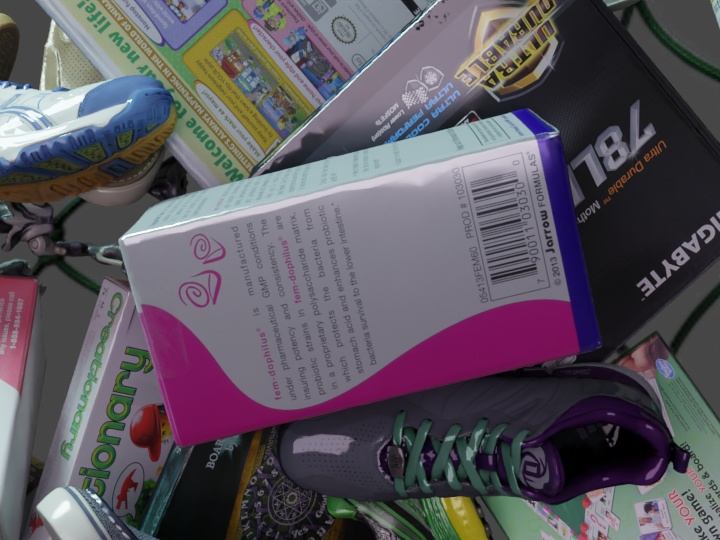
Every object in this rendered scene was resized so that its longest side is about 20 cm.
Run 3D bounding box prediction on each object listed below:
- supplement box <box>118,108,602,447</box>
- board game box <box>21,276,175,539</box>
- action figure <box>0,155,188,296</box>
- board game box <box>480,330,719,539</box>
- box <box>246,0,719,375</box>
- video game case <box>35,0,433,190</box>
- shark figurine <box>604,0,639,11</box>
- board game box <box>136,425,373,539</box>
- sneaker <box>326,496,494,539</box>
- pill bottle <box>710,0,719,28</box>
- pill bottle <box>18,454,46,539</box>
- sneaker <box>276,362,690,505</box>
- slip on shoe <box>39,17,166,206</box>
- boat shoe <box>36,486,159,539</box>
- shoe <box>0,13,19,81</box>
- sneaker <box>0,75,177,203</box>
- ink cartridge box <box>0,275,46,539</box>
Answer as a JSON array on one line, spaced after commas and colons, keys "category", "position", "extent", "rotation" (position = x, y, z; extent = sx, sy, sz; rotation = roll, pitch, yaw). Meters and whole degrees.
[{"category": "supplement box", "position": [0.000, 0.000, 0.621], "extent": [0.197, 0.103, 0.103], "rotation": [-13, 102, 2]}, {"category": "board game box", "position": [-0.115, 0.115, 0.739], "extent": [0.034, 0.125, 0.202], "rotation": [21, 94, 50]}, {"category": "action figure", "position": [-0.203, -0.031, 0.775], "extent": [0.197, 0.102, 0.121], "rotation": [4, 91, -3]}, {"category": "board game box", "position": [0.165, 0.154, 0.718], "extent": [0.134, 0.029, 0.201], "rotation": [-35, 81, 11]}, {"category": "box", "position": [0.076, -0.040, 0.688], "extent": [0.200, 0.050, 0.199], "rotation": [-41, 98, 8]}, {"category": "video game case", "position": [-0.057, -0.149, 0.712], "extent": [0.182, 0.022, 0.200], "rotation": [-43, 99, -4]}, {"category": "shark figurine", "position": [0.055, -0.201, 0.726], "extent": [0.127, 0.089, 0.216], "rotation": [-34, 79, 11]}, {"category": "board game box", "position": [-0.056, 0.148, 0.731], "extent": [0.134, 0.028, 0.202], "rotation": [22, 93, -27]}, {"category": "sneaker", "position": [0.044, 0.188, 0.712], "extent": [0.084, 0.078, 0.202], "rotation": [-24, 81, -6]}, {"category": "pill bottle", "position": [0.239, -0.132, 0.667], "extent": [0.110, 0.111, 0.203], "rotation": [-18, 85, 12]}, {"category": "pill bottle", "position": [-0.271, 0.128, 0.779], "extent": [0.198, 0.109, 0.110], "rotation": [28, 95, 12]}, {"category": "sneaker", "position": [0.056, 0.081, 0.642], "extent": [0.197, 0.088, 0.076], "rotation": [-6, 99, -2]}, {"category": "slip on shoe", "position": [-0.140, -0.136, 0.744], "extent": [0.075, 0.061, 0.202], "rotation": [6, 64, -7]}, {"category": "boat shoe", "position": [-0.079, 0.162, 0.675], "extent": [0.093, 0.074, 0.201], "rotation": [-40, 124, -17]}, {"category": "shoe", "position": [-0.283, -0.082, 0.807], "extent": [0.053, 0.070, 0.201], "rotation": [38, 99, 3]}, {"category": "sneaker", "position": [-0.194, -0.076, 0.682], "extent": [0.198, 0.075, 0.089], "rotation": [-17, 76, 8]}, {"category": "ink cartridge box", "position": [-0.276, 0.076, 0.695], "extent": [0.197, 0.083, 0.148], "rotation": [4, 53, -7]}]
